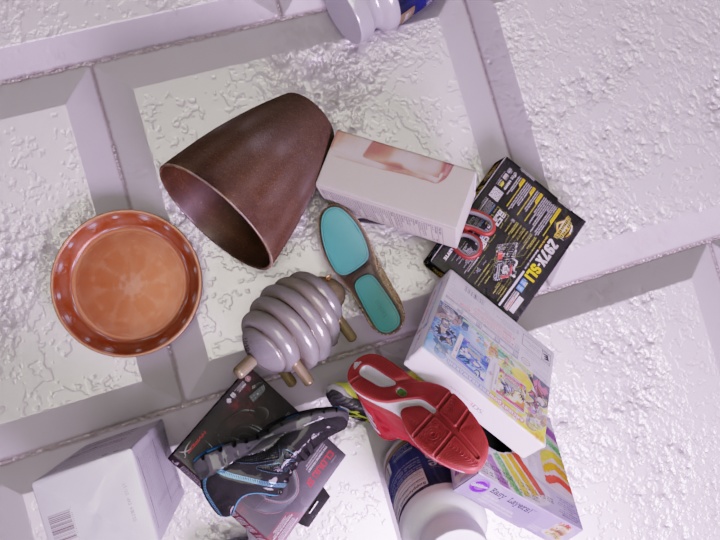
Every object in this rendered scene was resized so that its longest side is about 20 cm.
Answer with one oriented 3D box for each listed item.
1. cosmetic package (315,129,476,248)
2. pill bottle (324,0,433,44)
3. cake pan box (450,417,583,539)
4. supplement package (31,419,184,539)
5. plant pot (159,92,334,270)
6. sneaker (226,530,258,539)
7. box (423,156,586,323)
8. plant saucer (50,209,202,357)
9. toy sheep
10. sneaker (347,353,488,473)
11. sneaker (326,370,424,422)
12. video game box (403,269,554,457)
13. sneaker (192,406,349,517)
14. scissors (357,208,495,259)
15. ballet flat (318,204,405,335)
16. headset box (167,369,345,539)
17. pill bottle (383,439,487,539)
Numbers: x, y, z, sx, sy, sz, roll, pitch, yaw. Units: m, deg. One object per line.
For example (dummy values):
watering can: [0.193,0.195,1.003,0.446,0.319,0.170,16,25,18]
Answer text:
cosmetic package: [0.052,-0.110,0.851,0.198,0.103,0.088,20,81,11]
pill bottle: [0.050,-0.422,0.893,0.199,0.116,0.116,-38,92,-8]
cake pan box: [0.190,0.236,0.820,0.199,0.185,0.052,34,118,-20]
supplement package: [-0.295,0.267,0.758,0.109,0.200,0.115,-17,88,-9]
plant pot: [-0.129,-0.137,0.833,0.187,0.187,0.200,40,68,-4]
sneaker: [-0.188,0.438,0.834,0.115,0.075,0.201,36,72,1]
box: [0.214,-0.042,0.925,0.159,0.049,0.201,37,82,-6]
plant saucer: [-0.319,0.018,0.857,0.198,0.032,0.202,0,87,-7]
toy sheep: [-0.091,0.078,0.834,0.138,0.138,0.200,48,53,-3]
sneaker: [0.075,0.189,0.774,0.078,0.116,0.200,-41,57,-18]
sneaker: [0.048,0.180,0.884,0.198,0.075,0.077,13,70,-13]
video game box: [0.166,0.117,0.826,0.200,0.182,0.047,39,125,-5]
sneaker: [-0.101,0.229,0.767,0.199,0.073,0.083,-20,83,-17]
scissors: [0.093,-0.073,0.896,0.198,0.014,0.074,19,81,14]
ballet flat: [0.000,0.000,0.885,0.070,0.065,0.201,-26,90,7]
headset box: [-0.128,0.254,0.825,0.200,0.075,0.149,44,61,-3]
pill bottle: [0.098,0.303,0.800,0.110,0.200,0.112,-2,105,-7]
